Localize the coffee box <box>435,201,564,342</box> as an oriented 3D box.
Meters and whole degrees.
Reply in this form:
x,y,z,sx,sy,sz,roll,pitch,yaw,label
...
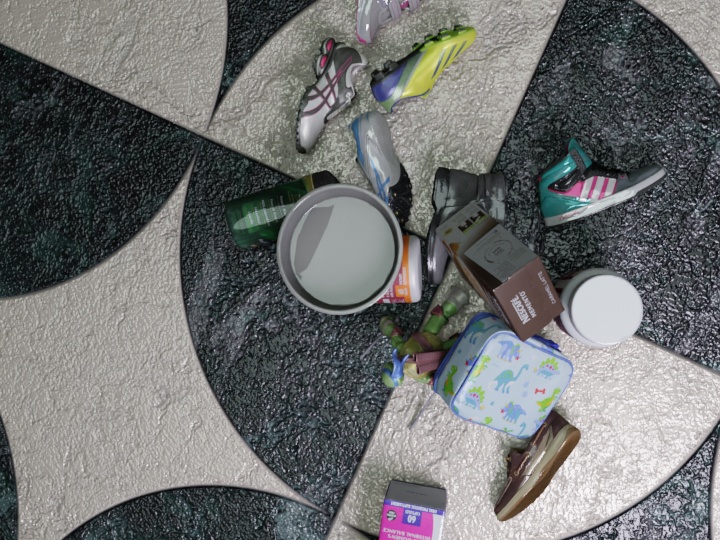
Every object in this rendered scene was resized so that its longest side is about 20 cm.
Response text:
x,y,z,sx,sy,sz,roll,pitch,yaw,label
0.202,-0.003,1.021,0.079,0.200,0.115,-36,122,1,coffee box

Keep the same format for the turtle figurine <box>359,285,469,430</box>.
x,y,z,sx,sy,sz,roll,pitch,yaw,label
0.103,0.125,1.136,0.193,0.201,0.144,-35,60,-13,turtle figurine

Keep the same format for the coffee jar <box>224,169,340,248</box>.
x,y,z,sx,sy,sz,roll,pitch,yaw,label
-0.121,-0.103,1.160,0.198,0.104,0.086,-17,86,9,coffee jar

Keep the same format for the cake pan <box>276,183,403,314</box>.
x,y,z,sx,sy,sz,roll,pitch,yaw,label
-0.031,-0.032,1.069,0.198,0.037,0.203,-1,85,9,cake pan

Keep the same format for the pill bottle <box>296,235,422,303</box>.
x,y,z,sx,sy,sz,roll,pitch,yaw,label
0.000,0.000,1.136,0.197,0.110,0.111,-2,89,9,pill bottle

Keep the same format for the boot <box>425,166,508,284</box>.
x,y,z,sx,sy,sz,roll,pitch,yaw,label
0.177,-0.068,1.133,0.130,0.070,0.203,8,97,1,boot

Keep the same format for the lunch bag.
x,y,z,sx,sy,sz,roll,pitch,yaw,label
0.224,0.162,1.064,0.199,0.082,0.162,23,102,-30,lunch bag

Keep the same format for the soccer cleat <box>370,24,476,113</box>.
x,y,z,sx,sy,sz,roll,pitch,yaw,label
0.110,-0.339,1.157,0.199,0.065,0.084,-31,114,4,soccer cleat

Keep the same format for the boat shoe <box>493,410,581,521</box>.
x,y,z,sx,sy,sz,roll,pitch,yaw,label
0.272,0.316,1.117,0.072,0.072,0.201,43,109,38,boat shoe

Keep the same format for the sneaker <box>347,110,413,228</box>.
x,y,z,sx,sy,sz,roll,pitch,yaw,label
0.034,-0.166,1.162,0.072,0.072,0.202,-14,94,44,sneaker

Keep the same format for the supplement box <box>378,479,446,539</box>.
x,y,z,sx,sy,sz,roll,pitch,yaw,label
0.079,0.463,1.122,0.100,0.103,0.203,7,92,8,supplement box

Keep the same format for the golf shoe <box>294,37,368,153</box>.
x,y,z,sx,sy,sz,roll,pitch,yaw,label
-0.055,-0.290,1.168,0.087,0.077,0.202,20,93,2,golf shoe

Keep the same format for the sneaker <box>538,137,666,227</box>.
x,y,z,sx,sy,sz,roll,pitch,yaw,label
0.371,-0.160,1.094,0.198,0.084,0.122,-22,95,10,sneaker

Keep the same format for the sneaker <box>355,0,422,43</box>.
x,y,z,sx,sy,sz,roll,pitch,yaw,label
0.062,-0.465,1.146,0.088,0.081,0.201,32,95,10,sneaker

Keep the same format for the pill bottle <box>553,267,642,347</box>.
x,y,z,sx,sy,sz,roll,pitch,yaw,label
0.351,0.054,1.031,0.113,0.200,0.116,0,90,9,pill bottle
